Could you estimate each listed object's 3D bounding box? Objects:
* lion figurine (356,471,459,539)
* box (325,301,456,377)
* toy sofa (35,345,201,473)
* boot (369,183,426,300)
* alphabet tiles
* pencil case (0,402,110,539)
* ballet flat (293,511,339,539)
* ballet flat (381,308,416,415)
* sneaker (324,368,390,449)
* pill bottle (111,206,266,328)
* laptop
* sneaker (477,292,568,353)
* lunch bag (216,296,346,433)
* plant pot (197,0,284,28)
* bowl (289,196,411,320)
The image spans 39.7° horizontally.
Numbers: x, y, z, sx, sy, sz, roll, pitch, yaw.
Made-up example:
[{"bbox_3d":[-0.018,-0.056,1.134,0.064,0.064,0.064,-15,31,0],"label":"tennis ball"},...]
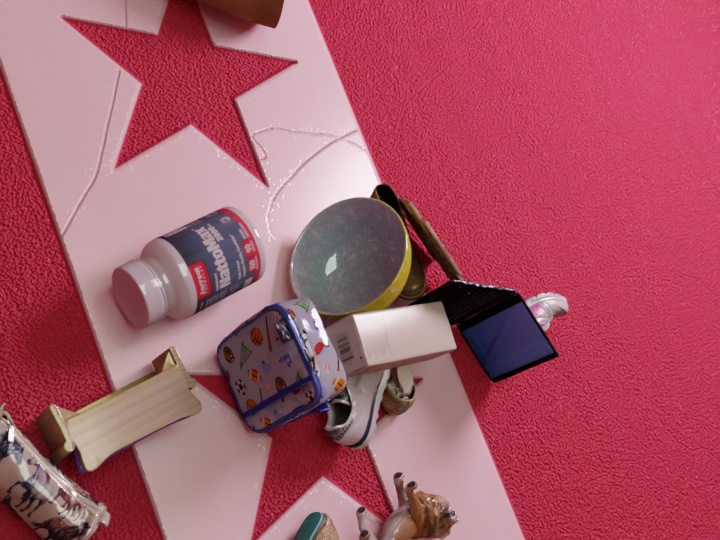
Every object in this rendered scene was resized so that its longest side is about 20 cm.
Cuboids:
[{"bbox_3d":[0.055,0.384,1.464,0.199,0.072,0.124,-32,117,-29],"label":"lion figurine"},{"bbox_3d":[0.048,0.101,1.481,0.198,0.068,0.083,-4,72,-45],"label":"box"},{"bbox_3d":[-0.314,0.188,1.310,0.199,0.083,0.099,-27,87,-36],"label":"toy sofa"},{"bbox_3d":[0.054,-0.048,1.606,0.073,0.076,0.202,-14,64,-12],"label":"boot"},{"bbox_3d":[0.113,-0.046,1.604,0.006,0.200,0.167,-34,101,-2],"label":"alphabet tiles"},{"bbox_3d":[-0.400,0.261,1.224,0.200,0.089,0.078,45,31,-8],"label":"pencil case"},{"bbox_3d":[-0.087,0.427,1.366,0.066,0.070,0.201,52,57,-21],"label":"ballet flat"},{"bbox_3d":[0.044,0.124,1.564,0.070,0.071,0.203,-6,74,-32],"label":"ballet flat"},{"bbox_3d":[-0.008,0.162,1.494,0.080,0.076,0.203,35,53,-45],"label":"sneaker"},{"bbox_3d":[-0.242,-0.001,1.408,0.199,0.119,0.121,-30,87,-35],"label":"pill bottle"},{"bbox_3d":[0.180,0.101,1.588,0.197,0.177,0.105,9,65,-29],"label":"laptop"},{"bbox_3d":[0.280,0.098,1.716,0.198,0.081,0.089,-15,80,-26],"label":"sneaker"},{"bbox_3d":[-0.110,0.136,1.384,0.075,0.199,0.162,-16,79,-43],"label":"lunch bag"},{"bbox_3d":[-0.221,-0.499,1.598,0.197,0.187,0.189,5,67,-15],"label":"plant pot"},{"bbox_3d":[0.000,0.000,1.541,0.108,0.197,0.203,47,45,-53],"label":"bowl"}]
